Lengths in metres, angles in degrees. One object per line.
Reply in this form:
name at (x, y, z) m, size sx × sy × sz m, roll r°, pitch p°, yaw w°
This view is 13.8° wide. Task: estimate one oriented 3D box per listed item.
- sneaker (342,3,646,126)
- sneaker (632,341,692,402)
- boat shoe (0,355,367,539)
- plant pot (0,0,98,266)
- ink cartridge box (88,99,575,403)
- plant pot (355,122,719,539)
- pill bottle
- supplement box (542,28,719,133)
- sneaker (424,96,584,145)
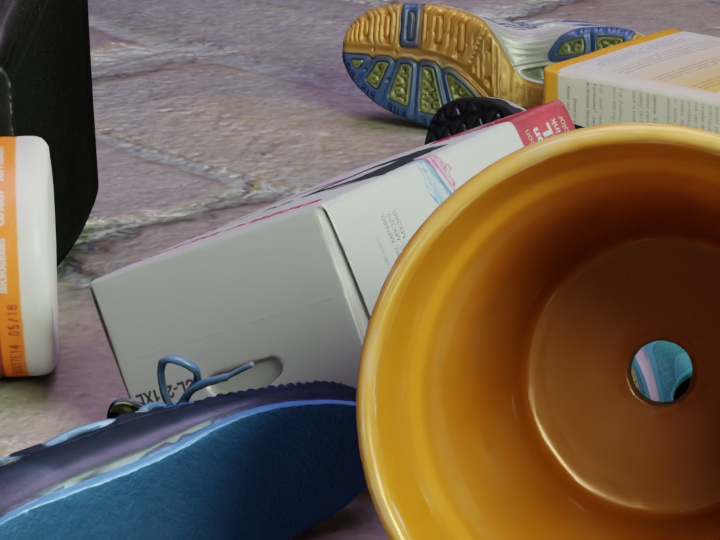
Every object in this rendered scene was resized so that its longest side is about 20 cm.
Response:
sneaker at (0.089, -0.123, 1.834) m, size 0.200 × 0.075 × 0.088 m, roll 8°, pitch 7°, yaw 7°
sneaker at (0.125, 0.046, 1.316) m, size 0.080 × 0.078 × 0.200 m, roll 22°, pitch 26°, yaw 6°
boat shoe at (-0.085, 0.073, 1.180) m, size 0.200 × 0.084 × 0.069 m, roll -9°, pitch 31°, yaw -31°
plant pot at (-0.238, -0.079, 1.519) m, size 0.200 × 0.200 × 0.178 m, roll -2°, pitch 29°, yaw -4°
ink cartridge box at (0.000, 0.000, 1.332) m, size 0.146 × 0.083 × 0.200 m, roll -17°, pitch 5°, yaw 37°
plant pot at (0.110, 0.046, 1.124) m, size 0.200 × 0.201 × 0.183 m, roll 2°, pitch 2°, yaw 9°
pill bottle at (-0.243, -0.004, 1.381) m, size 0.200 × 0.114 × 0.114 m, roll -2°, pitch 18°, yaw -5°
supplement box at (0.216, -0.076, 1.650) m, size 0.200 × 0.074 × 0.126 m, roll 15°, pitch 23°, yaw 40°
sneaker at (0.119, -0.042, 1.600) m, size 0.200 × 0.072 × 0.083 m, roll 18°, pitch 2°, yaw 44°
